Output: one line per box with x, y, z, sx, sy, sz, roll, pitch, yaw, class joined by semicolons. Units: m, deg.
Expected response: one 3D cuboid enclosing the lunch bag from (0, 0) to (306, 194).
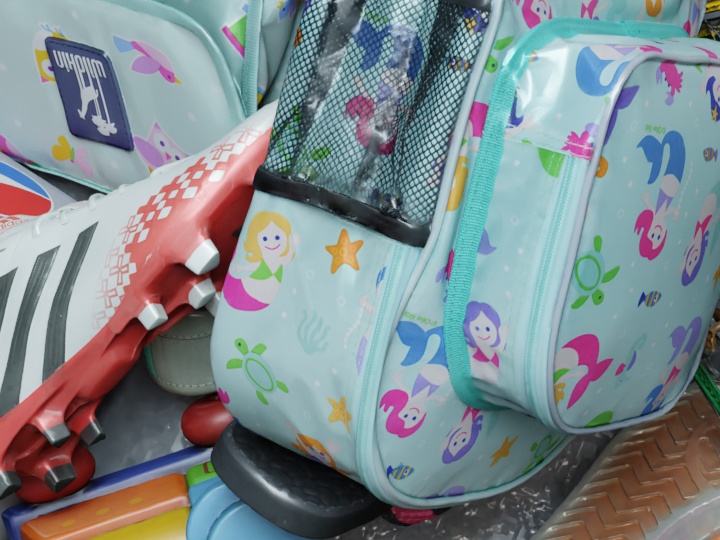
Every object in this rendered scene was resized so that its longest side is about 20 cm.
-0.074;-0.122;1.030;0.170;0.122;0.200;17;99;33;lunch bag

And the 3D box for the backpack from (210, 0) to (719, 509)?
0.042;-0.017;0.902;0.150;0.177;0.200;29;105;28;backpack

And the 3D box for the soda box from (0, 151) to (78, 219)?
-0.182;-0.021;1.058;0.200;0.063;0.070;32;113;8;soda box

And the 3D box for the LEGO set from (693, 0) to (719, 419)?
0.174;-0.024;1.002;0.116;0.154;0.200;-15;47;-26;LEGO set

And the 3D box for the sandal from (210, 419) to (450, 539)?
0.005;0.068;1.005;0.075;0.200;0.045;38;117;21;sandal

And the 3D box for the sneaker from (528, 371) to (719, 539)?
0.120;0.116;1.040;0.200;0.080;0.071;-40;39;-23;sneaker

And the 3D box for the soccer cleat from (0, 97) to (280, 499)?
-0.093;-0.003;0.966;0.200;0.069;0.085;-47;69;20;soccer cleat

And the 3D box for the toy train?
-0.108;0.116;1.003;0.200;0.116;0.085;-18;98;-4;toy train

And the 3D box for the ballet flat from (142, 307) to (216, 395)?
0.000;0.000;1.063;0.200;0.064;0.067;-17;37;-25;ballet flat
